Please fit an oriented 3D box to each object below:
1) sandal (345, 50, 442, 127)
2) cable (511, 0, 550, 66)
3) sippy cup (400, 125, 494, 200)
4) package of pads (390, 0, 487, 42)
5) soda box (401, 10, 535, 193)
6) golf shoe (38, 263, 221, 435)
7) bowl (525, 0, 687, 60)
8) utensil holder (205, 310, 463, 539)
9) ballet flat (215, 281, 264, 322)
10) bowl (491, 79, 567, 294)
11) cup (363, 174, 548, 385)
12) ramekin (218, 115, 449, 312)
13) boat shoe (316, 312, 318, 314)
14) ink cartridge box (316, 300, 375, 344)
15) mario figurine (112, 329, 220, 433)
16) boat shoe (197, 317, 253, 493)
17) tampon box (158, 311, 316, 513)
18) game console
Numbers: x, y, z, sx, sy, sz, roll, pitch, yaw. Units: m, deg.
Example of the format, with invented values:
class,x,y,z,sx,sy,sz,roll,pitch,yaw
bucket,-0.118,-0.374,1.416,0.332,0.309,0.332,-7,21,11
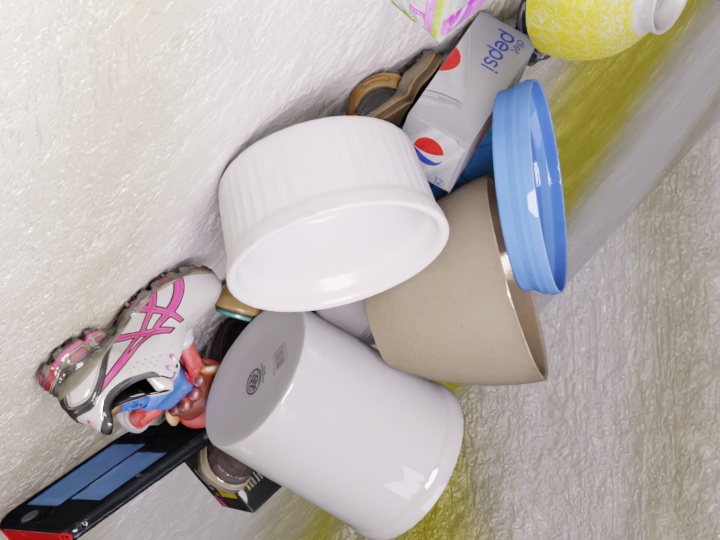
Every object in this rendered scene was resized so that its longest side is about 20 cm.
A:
class,x,y,z,sx,sy,sz,roll,pitch,yaw
sandal,0.019,-0.156,1.663,0.081,0.054,0.200,-60,176,39
cable,0.218,-0.307,1.841,0.200,0.051,0.163,-47,160,-10
sippy cup,0.070,-0.099,1.821,0.177,0.140,0.130,-35,172,-19
package of pads,0.097,-0.287,1.437,0.154,0.068,0.200,-42,167,-18
soda box,0.101,-0.165,1.716,0.200,0.068,0.064,-56,172,-45
golf shoe,-0.191,0.073,1.614,0.200,0.092,0.073,-39,165,-31
bowl,0.258,-0.285,1.729,0.200,0.107,0.201,-42,147,-36
utensil holder,-0.028,0.145,1.737,0.170,0.199,0.171,-40,-147,32
ballet flat,-0.103,0.020,1.839,0.200,0.068,0.063,13,94,-79
bowl,0.158,-0.077,1.665,0.039,0.202,0.201,-6,175,13
cup,0.082,0.025,1.689,0.142,0.202,0.200,-15,172,11
ramekin,-0.030,-0.051,1.562,0.199,0.098,0.201,-13,156,-6
boat shoe,0.021,-0.005,2.098,0.202,0.075,0.086,-39,166,-16
ink cartridge box,0.000,0.000,1.874,0.084,0.145,0.200,-49,168,12
mario figurine,-0.206,0.101,1.757,0.123,0.107,0.200,-11,167,21
boat shoe,-0.120,0.132,1.857,0.074,0.201,0.073,18,142,-27
tampon box,-0.105,0.159,2.004,0.200,0.126,0.150,-42,-172,-15
game console,-0.259,0.214,1.812,0.200,0.031,0.177,-35,-169,-33
